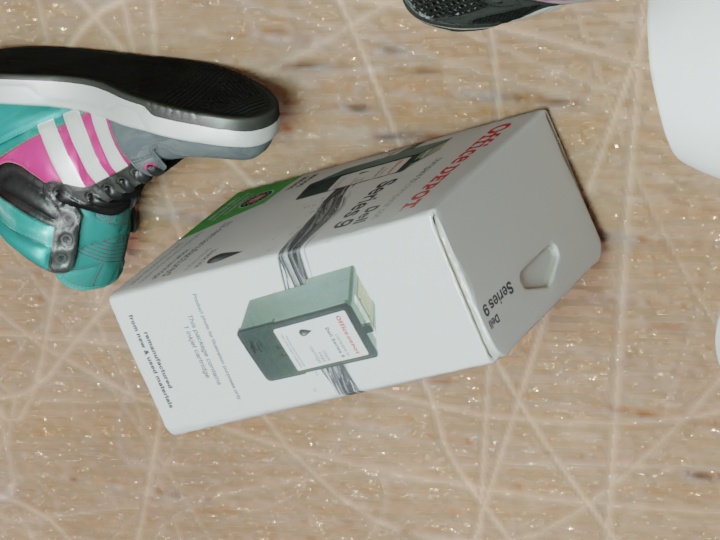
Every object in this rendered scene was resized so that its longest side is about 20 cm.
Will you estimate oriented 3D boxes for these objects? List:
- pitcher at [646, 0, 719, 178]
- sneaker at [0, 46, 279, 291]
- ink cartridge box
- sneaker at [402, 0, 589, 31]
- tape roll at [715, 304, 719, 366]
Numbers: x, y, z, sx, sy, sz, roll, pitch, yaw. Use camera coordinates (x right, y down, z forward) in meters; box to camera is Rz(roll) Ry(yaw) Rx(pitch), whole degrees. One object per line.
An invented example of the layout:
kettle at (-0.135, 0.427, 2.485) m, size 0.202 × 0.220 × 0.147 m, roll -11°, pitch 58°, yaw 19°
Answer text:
pitcher at (0.221, -0.120, 1.067) m, size 0.200 × 0.121 × 0.172 m, roll -8°, pitch 122°, yaw 19°
sneaker at (-0.128, -0.047, 1.356) m, size 0.200 × 0.084 × 0.121 m, roll 11°, pitch 115°, yaw 32°
ink cartridge box at (0.000, 0.000, 1.276) m, size 0.200 × 0.146 × 0.084 m, roll -14°, pitch 106°, yaw 32°
sneaker at (0.095, -0.158, 1.178) m, size 0.200 × 0.086 × 0.080 m, roll -19°, pitch 103°, yaw 35°
tape roll at (0.264, 0.031, 1.160) m, size 0.203 × 0.037 × 0.203 m, roll 11°, pitch 147°, yaw 7°
